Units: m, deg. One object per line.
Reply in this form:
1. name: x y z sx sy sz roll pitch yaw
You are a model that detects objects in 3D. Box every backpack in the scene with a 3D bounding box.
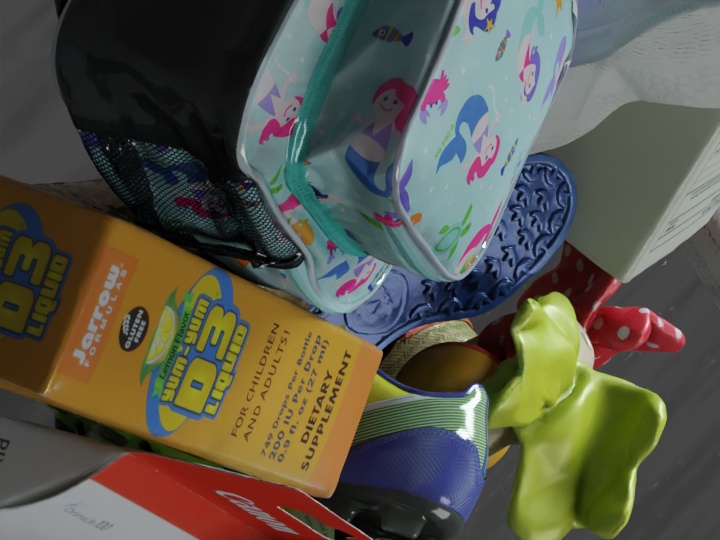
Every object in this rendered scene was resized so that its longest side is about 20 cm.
1. backpack: -0.009 -0.078 0.803 0.200 0.150 0.178 76 37 -69

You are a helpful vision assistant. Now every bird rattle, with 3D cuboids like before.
1. bird rattle: 0.063 0.047 1.073 0.162 0.113 0.200 -24 -161 13

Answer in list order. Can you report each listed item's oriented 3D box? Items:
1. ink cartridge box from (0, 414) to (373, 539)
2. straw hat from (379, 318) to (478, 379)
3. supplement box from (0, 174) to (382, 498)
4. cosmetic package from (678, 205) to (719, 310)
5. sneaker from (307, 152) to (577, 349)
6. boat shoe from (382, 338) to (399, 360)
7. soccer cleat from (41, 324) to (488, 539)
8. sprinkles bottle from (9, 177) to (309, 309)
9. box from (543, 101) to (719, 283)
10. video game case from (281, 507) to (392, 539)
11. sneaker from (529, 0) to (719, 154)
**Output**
1. ink cartridge box: -0.091 0.100 0.881 0.057 0.199 0.163 -68 155 -11
2. straw hat: 0.029 0.068 1.188 0.201 0.085 0.202 -38 155 -21
3. supplement box: -0.069 0.028 0.806 0.200 0.068 0.067 27 82 -58
4. cosmetic package: 0.265 -0.041 1.261 0.164 0.165 0.200 -30 162 0
5. sneaker: 0.000 0.000 1.022 0.199 0.078 0.070 -32 122 -12
6. boat shoe: -0.059 0.084 1.081 0.200 0.068 0.072 -47 158 -2
7. soccer cleat: -0.041 0.057 0.941 0.065 0.199 0.084 68 39 -63
8. sprinkles bottle: -0.090 -0.004 0.887 0.200 0.068 0.068 -7 135 -57
9. box: 0.149 -0.115 1.056 0.201 0.109 0.128 -60 165 27
10. video game case: -0.065 0.145 0.961 0.181 0.200 0.023 -25 125 -2
11. sneaker: 0.125 -0.113 0.950 0.075 0.199 0.089 42 49 -43
